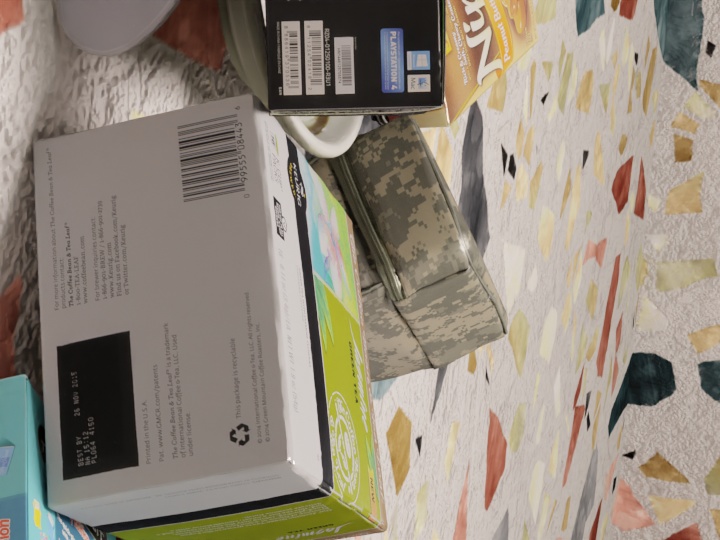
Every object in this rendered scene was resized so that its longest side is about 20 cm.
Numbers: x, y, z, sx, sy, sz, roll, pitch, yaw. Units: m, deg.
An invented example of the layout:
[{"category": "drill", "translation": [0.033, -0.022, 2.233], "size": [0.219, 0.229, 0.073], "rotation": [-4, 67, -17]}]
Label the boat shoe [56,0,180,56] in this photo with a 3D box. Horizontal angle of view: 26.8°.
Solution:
[{"category": "boat shoe", "translation": [-0.095, -0.206, 0.802], "size": [0.201, 0.073, 0.065], "rotation": [-60, 176, 13]}]

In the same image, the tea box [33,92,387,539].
[{"category": "tea box", "translation": [-0.079, 0.042, 0.839], "size": [0.197, 0.132, 0.202], "rotation": [51, 30, -67]}]

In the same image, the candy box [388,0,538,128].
[{"category": "candy box", "translation": [0.074, -0.200, 1.175], "size": [0.200, 0.055, 0.116], "rotation": [-47, 129, -53]}]

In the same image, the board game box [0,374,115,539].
[{"category": "board game box", "translation": [-0.161, 0.179, 0.749], "size": [0.152, 0.046, 0.201], "rotation": [74, 4, -51]}]

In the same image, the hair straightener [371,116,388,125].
[{"category": "hair straightener", "translation": [0.011, -0.164, 1.177], "size": [0.041, 0.076, 0.202], "rotation": [-109, -161, -71]}]

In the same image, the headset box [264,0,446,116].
[{"category": "headset box", "translation": [-0.004, -0.172, 0.835], "size": [0.200, 0.092, 0.176], "rotation": [-90, 179, -85]}]

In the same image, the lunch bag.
[{"category": "lunch bag", "translation": [0.000, 0.000, 1.098], "size": [0.140, 0.167, 0.200], "rotation": [65, 3, 24]}]

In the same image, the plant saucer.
[{"category": "plant saucer", "translation": [-0.051, -0.173, 1.000], "size": [0.200, 0.050, 0.202], "rotation": [-6, 90, -70]}]
